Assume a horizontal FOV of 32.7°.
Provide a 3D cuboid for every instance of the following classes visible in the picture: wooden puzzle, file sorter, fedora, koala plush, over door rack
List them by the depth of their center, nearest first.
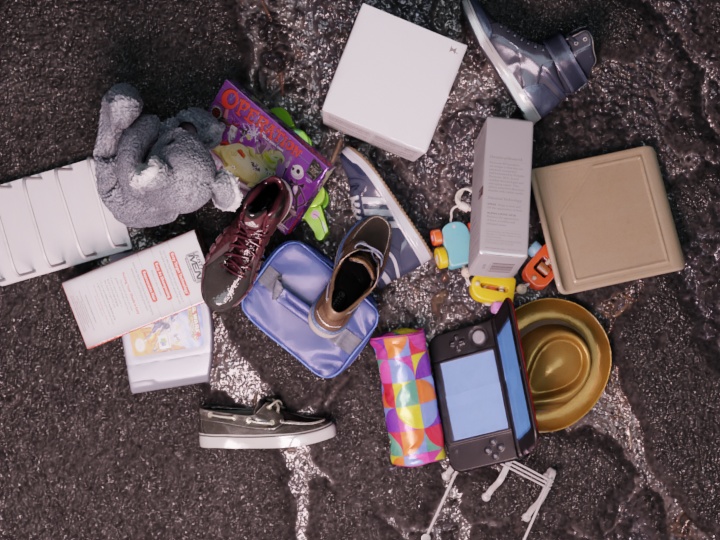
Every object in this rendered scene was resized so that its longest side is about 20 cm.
[{"bbox_3d":[-0.250,-0.130,1.613,0.176,0.199,0.186,14,96,-36],"label":"koala plush"},{"bbox_3d":[-0.439,-0.069,1.710,0.198,0.125,0.140,-16,93,-1],"label":"file sorter"},{"bbox_3d":[0.350,-0.072,1.751,0.198,0.037,0.187,-11,80,-10],"label":"wooden puzzle"},{"bbox_3d":[0.269,0.139,1.752,0.198,0.082,0.203,0,92,0],"label":"fedora"},{"bbox_3d":[0.177,0.347,1.759,0.147,0.067,0.202,26,71,-2],"label":"over door rack"}]

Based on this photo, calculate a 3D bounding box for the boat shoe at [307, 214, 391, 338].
[{"bbox_3d":[0.000,0.000,1.643,0.072,0.072,0.201,30,59,-9],"label":"boat shoe"}]

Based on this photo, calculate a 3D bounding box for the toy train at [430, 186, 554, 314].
[{"bbox_3d":[0.195,-0.020,1.764,0.199,0.056,0.151,37,73,4],"label":"toy train"}]

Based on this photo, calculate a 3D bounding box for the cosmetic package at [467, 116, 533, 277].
[{"bbox_3d":[0.194,-0.101,1.705,0.073,0.102,0.202,4,73,-4],"label":"cosmetic package"}]

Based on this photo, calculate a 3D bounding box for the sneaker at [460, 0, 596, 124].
[{"bbox_3d":[0.243,-0.327,1.729,0.145,0.077,0.203,-34,102,11],"label":"sneaker"}]

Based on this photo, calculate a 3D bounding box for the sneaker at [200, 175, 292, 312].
[{"bbox_3d":[-0.156,-0.043,1.622,0.075,0.116,0.202,26,83,0],"label":"sneaker"}]

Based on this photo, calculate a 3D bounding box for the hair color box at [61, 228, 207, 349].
[{"bbox_3d":[-0.303,0.025,1.714,0.198,0.061,0.103,-21,93,1],"label":"hair color box"}]

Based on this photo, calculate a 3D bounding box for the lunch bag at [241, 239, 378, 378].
[{"bbox_3d":[-0.073,0.046,1.718,0.199,0.132,0.136,38,91,-3],"label":"lunch bag"}]

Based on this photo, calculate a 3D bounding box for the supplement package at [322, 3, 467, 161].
[{"bbox_3d":[0.041,-0.251,1.674,0.149,0.200,0.153,22,91,-2],"label":"supplement package"}]

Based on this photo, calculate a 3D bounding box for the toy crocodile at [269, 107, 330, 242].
[{"bbox_3d":[-0.087,-0.136,1.743,0.061,0.068,0.202,-18,90,3],"label":"toy crocodile"}]

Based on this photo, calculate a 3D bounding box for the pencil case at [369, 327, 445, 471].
[{"bbox_3d":[0.066,0.184,1.751,0.087,0.088,0.203,-8,92,-1],"label":"pencil case"}]

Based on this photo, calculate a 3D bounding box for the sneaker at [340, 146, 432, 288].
[{"bbox_3d":[0.006,-0.070,1.746,0.108,0.070,0.201,-35,96,-1],"label":"sneaker"}]

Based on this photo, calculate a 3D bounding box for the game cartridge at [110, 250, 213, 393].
[{"bbox_3d":[-0.280,0.067,1.763,0.132,0.042,0.203,-9,92,3],"label":"game cartridge"}]

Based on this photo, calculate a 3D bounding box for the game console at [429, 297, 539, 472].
[{"bbox_3d":[0.166,0.160,1.683,0.171,0.118,0.202,-17,71,24],"label":"game console"}]

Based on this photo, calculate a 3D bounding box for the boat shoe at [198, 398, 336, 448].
[{"bbox_3d":[-0.134,0.217,1.754,0.197,0.071,0.065,-2,94,1],"label":"boat shoe"}]

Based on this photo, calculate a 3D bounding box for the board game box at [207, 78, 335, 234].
[{"bbox_3d":[-0.141,-0.159,1.714,0.200,0.032,0.121,41,110,14],"label":"board game box"}]
